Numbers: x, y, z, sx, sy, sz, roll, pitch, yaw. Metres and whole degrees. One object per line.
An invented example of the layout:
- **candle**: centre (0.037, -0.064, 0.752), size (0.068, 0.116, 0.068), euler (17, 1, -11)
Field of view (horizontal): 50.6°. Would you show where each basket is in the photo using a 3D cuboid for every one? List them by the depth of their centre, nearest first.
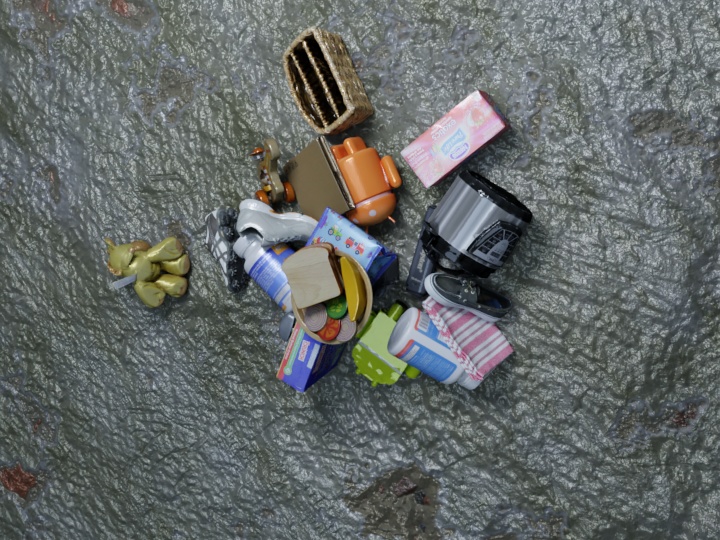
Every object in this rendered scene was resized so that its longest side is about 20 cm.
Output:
- **basket**: centre (-0.086, -0.386, 1.592), size (0.143, 0.149, 0.200), euler (-24, 93, 21)

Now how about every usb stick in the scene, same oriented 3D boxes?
- **usb stick**: centre (0.145, -0.041, 1.637), size (0.055, 0.033, 0.200), euler (19, 106, 14)

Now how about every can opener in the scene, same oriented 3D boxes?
- **can opener**: centre (-0.160, 0.170, 1.734), size (0.067, 0.053, 0.200), euler (25, 130, 6)

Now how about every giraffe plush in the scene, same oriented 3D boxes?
- **giraffe plush**: centre (-0.529, -0.013, 1.823), size (0.162, 0.200, 0.173), euler (25, 113, 44)

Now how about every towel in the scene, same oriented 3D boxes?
- **towel**: centre (0.227, 0.116, 1.580), size (0.030, 0.146, 0.200), euler (-36, 87, 46)

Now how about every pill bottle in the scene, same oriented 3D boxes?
- **pill bottle**: centre (0.166, 0.171, 1.607), size (0.200, 0.112, 0.112), euler (31, 109, -11)
- **pill bottle**: centre (-0.189, -0.007, 1.717), size (0.200, 0.112, 0.112), euler (45, 110, 6)

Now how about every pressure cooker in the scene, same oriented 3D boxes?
- **pressure cooker**: centre (0.225, -0.078, 1.526), size (0.176, 0.179, 0.200), euler (37, 106, 9)

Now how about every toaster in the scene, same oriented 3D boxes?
- **toaster**: centre (0.000, 0.000, 1.643), size (0.200, 0.129, 0.114), euler (0, 101, 19)

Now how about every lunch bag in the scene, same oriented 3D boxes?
- **lunch bag**: centre (-0.053, 0.002, 1.533), size (0.150, 0.094, 0.200), euler (37, 94, 24)

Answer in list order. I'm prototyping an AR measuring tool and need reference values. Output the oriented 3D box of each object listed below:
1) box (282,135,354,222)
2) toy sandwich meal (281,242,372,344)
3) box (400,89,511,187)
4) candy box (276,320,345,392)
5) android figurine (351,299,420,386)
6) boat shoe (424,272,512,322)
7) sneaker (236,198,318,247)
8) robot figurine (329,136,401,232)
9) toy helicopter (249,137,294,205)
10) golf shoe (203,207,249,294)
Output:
- **box**: centre (-0.093, -0.181, 1.635), size (0.200, 0.021, 0.164), euler (-22, 93, 61)
- **toy sandwich meal**: centre (-0.068, 0.044, 1.466), size (0.205, 0.070, 0.206), euler (1, 92, 29)
- **box**: centre (0.194, -0.265, 1.542), size (0.200, 0.103, 0.095), euler (-38, 86, 20)
- **candy box**: centre (-0.088, 0.151, 1.663), size (0.077, 0.200, 0.169), euler (26, 107, 13)
- **android figurine**: centre (0.062, 0.170, 1.700), size (0.182, 0.041, 0.200), euler (35, 107, 9)
- **boat shoe**: centre (0.224, 0.047, 1.565), size (0.200, 0.069, 0.057), euler (22, 142, -24)
- **sneaker**: centre (-0.177, -0.081, 1.665), size (0.200, 0.076, 0.092), euler (16, 63, -5)
- **robot figurine**: centre (0.006, -0.181, 1.615), size (0.144, 0.117, 0.200), euler (-23, 92, -10)
- **toy helicopter**: centre (-0.198, -0.230, 1.657), size (0.079, 0.200, 0.132), euler (-20, 71, -18)
- **golf shoe**: centre (-0.315, -0.045, 1.784), size (0.094, 0.078, 0.200), euler (-1, 98, 37)
